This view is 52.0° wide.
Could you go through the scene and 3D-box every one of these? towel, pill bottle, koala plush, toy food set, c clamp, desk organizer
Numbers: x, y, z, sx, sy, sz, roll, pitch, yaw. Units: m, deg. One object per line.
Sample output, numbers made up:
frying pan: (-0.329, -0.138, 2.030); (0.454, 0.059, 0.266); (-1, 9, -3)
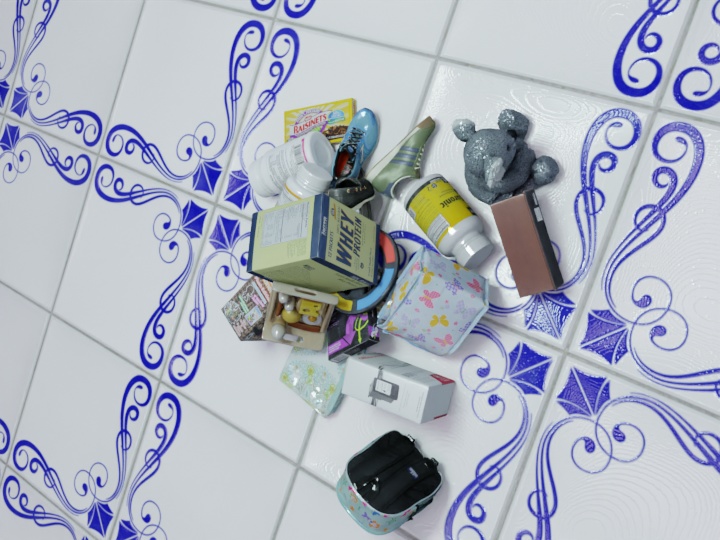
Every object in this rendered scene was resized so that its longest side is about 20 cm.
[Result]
towel: (-0.091, 0.218, 1.733); (0.170, 0.048, 0.202); (33, 102, 27)
pill bottle: (-0.167, -0.250, 1.776); (0.198, 0.113, 0.115); (-16, 78, 32)
pill bottle: (-0.139, -0.141, 1.688); (0.109, 0.109, 0.201); (41, 117, 26)
pill bottle: (0.189, -0.100, 1.564); (0.111, 0.111, 0.201); (-45, 67, 19)
koala plush: (0.266, -0.223, 1.479); (0.183, 0.199, 0.179); (-37, 70, 22)
toy food set: (-0.134, 0.105, 1.602); (0.142, 0.201, 0.061); (13, 53, -6)
c clamp: (-0.053, -0.151, 1.753); (0.169, 0.027, 0.203); (-7, 81, 28)
desk organizer: (0.332, -0.053, 1.473); (0.076, 0.072, 0.202); (-17, 92, 30)

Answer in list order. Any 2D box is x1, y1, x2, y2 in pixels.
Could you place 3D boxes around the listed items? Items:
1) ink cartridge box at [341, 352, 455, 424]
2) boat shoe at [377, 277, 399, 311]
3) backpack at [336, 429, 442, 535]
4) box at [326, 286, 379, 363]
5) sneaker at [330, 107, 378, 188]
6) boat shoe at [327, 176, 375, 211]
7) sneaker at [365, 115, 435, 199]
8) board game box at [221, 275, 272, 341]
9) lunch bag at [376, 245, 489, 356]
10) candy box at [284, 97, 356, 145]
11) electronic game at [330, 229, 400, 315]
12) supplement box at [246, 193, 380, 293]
ink cartridge box: (0.080, 0.247, 1.575); (0.198, 0.145, 0.084); (16, 96, 29)
boat shoe: (0.057, 0.048, 1.652); (0.198, 0.064, 0.072); (-15, 78, 28)
backpack: (0.049, 0.453, 1.547); (0.177, 0.199, 0.151); (43, 126, 24)
box: (-0.023, 0.089, 1.657); (0.142, 0.036, 0.202); (-32, 51, 40)
sneaker: (-0.013, -0.278, 1.691); (0.078, 0.090, 0.202); (19, 88, 6)
boat shoe: (-0.017, -0.176, 1.626); (0.073, 0.201, 0.064); (-3, 108, 20)
sneaker: (0.110, -0.245, 1.655); (0.200, 0.067, 0.090); (-43, 88, 9)
board game box: (-0.199, 0.066, 1.743); (0.200, 0.159, 0.097); (-45, 67, 19)
lunch bag: (0.145, 0.075, 1.527); (0.168, 0.128, 0.201); (25, 123, -9)
candy box: (-0.100, -0.353, 1.800); (0.198, 0.026, 0.104); (-5, 82, 29)
electronic game: (0.000, 0.000, 1.610); (0.198, 0.042, 0.202); (-16, 60, 31)
supplement box: (-0.096, -0.046, 1.543); (0.198, 0.199, 0.136); (-11, 67, 36)
